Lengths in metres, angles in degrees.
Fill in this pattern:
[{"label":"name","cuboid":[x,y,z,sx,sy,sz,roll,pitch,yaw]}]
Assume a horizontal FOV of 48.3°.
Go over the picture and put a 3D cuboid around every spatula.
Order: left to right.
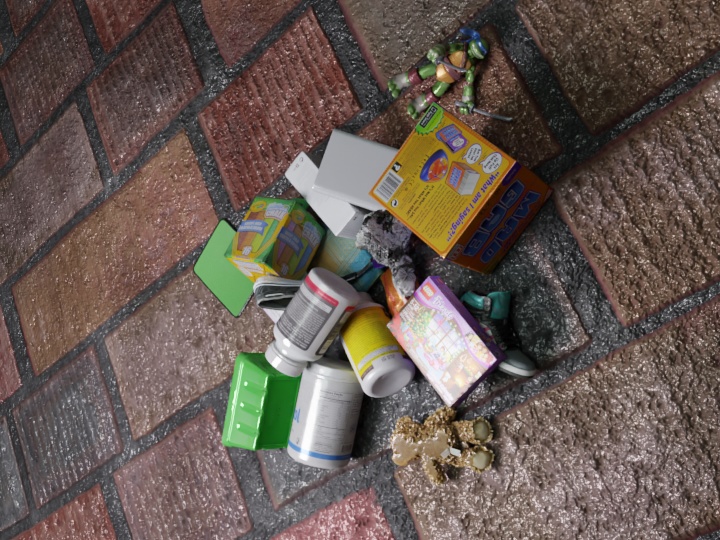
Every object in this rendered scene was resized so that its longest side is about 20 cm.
[{"label":"spatula","cuboid":[0.000,0.000,1.633,0.200,0.021,0.057,-30,40,27]}]

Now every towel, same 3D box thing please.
[{"label":"towel","cuboid":[-0.046,-0.012,1.700,0.147,0.022,0.200,-50,59,19]}]

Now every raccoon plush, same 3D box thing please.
[{"label":"raccoon plush","cuboid":[0.040,-0.025,1.546,0.134,0.097,0.200,119,151,-64]}]

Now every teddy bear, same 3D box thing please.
[{"label":"teddy bear","cuboid":[0.158,0.325,1.509,0.200,0.067,0.145,-23,82,24]}]

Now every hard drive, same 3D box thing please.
[{"label":"hard drive","cuboid":[0.021,-0.189,1.589,0.200,0.026,0.132,19,80,3]}]

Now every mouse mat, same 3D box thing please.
[{"label":"mouse mat","cuboid":[-0.308,-0.007,1.888,0.200,0.008,0.161,43,109,31]}]

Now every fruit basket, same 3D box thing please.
[{"label":"fruit basket","cuboid":[-0.218,0.267,1.692,0.215,0.155,0.216,-8,79,48]}]

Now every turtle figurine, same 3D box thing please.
[{"label":"turtle figurine","cuboid":[0.155,-0.351,1.519,0.194,0.144,0.200,-24,69,35]}]

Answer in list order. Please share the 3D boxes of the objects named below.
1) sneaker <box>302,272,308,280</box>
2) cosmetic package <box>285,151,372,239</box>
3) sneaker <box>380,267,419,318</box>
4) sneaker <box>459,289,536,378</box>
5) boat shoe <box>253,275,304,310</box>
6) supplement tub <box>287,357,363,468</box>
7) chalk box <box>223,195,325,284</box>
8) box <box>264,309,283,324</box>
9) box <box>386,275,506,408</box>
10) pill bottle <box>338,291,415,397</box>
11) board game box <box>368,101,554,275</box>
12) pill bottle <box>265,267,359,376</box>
[{"label":"sneaker","cuboid":[-0.131,0.039,1.714,0.200,0.074,0.082,32,117,32]},{"label":"cosmetic package","cuboid":[-0.058,-0.155,1.673,0.074,0.102,0.200,-50,60,21]},{"label":"sneaker","cuboid":[0.095,0.087,1.575,0.077,0.073,0.200,-35,66,58]},{"label":"sneaker","cuboid":[0.252,0.097,1.450,0.200,0.084,0.121,36,115,33]},{"label":"boat shoe","cuboid":[-0.118,0.061,1.624,0.072,0.200,0.071,105,165,-51]},{"label":"supplement tub","cuboid":[-0.067,0.285,1.618,0.132,0.132,0.200,12,92,35]},{"label":"chalk box","cuboid":[-0.169,-0.076,1.689,0.124,0.124,0.200,7,64,38]},{"label":"box","cuboid":[-0.149,0.118,1.746,0.200,0.041,0.039,46,110,28]},{"label":"box","cuboid":[0.151,0.128,1.453,0.200,0.039,0.137,52,119,24]},{"label":"pill bottle","cuboid":[0.022,0.140,1.571,0.109,0.109,0.200,-45,50,23]},{"label":"board game box","cuboid":[0.182,-0.141,1.435,0.200,0.200,0.200,43,104,30]},{"label":"pill bottle","cuboid":[-0.098,0.103,1.544,0.111,0.111,0.200,42,105,30]}]
